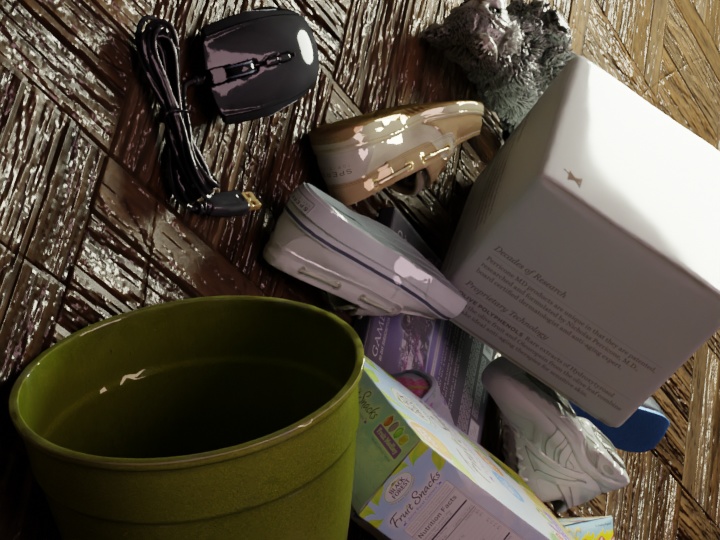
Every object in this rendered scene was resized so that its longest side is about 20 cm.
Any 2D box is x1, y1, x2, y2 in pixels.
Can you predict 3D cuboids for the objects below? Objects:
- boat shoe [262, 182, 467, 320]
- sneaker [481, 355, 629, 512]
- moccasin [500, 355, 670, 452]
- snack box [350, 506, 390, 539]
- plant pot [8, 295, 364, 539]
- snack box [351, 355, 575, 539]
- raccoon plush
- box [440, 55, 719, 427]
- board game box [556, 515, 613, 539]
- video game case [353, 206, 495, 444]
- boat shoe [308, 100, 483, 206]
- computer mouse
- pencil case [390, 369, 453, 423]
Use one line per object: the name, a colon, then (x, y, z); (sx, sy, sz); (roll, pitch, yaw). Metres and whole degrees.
boat shoe: (0.000, 0.000, 1.146); (0.067, 0.074, 0.199); (-49, 132, 9)
sneaker: (0.155, 0.156, 1.343); (0.200, 0.099, 0.078); (46, 11, -33)
moccasin: (0.197, 0.118, 1.422); (0.199, 0.081, 0.068); (27, 20, -30)
snack box: (0.008, 0.165, 1.065); (0.200, 0.072, 0.024); (41, 91, -23)
plant pot: (-0.088, 0.145, 0.880); (0.200, 0.198, 0.196); (-39, 129, -53)
snack box: (0.060, 0.151, 1.025); (0.199, 0.169, 0.068); (38, 94, -27)
raccoon plush: (0.127, -0.157, 1.356); (0.133, 0.096, 0.203); (-28, 109, -48)
box: (0.197, -0.026, 1.273); (0.199, 0.172, 0.200); (33, 39, -6)
board game box: (0.156, 0.316, 1.303); (0.103, 0.104, 0.203); (7, 78, -57)
video game case: (0.057, 0.061, 1.266); (0.200, 0.019, 0.144); (45, 48, -44)
boat shoe: (0.032, -0.093, 1.209); (0.199, 0.073, 0.070); (-19, 103, -48)
computer mouse: (-0.072, -0.114, 1.060); (0.199, 0.046, 0.143); (-20, 101, -58)
pencil case: (0.045, 0.178, 1.167); (0.090, 0.082, 0.202); (-34, 114, -39)
